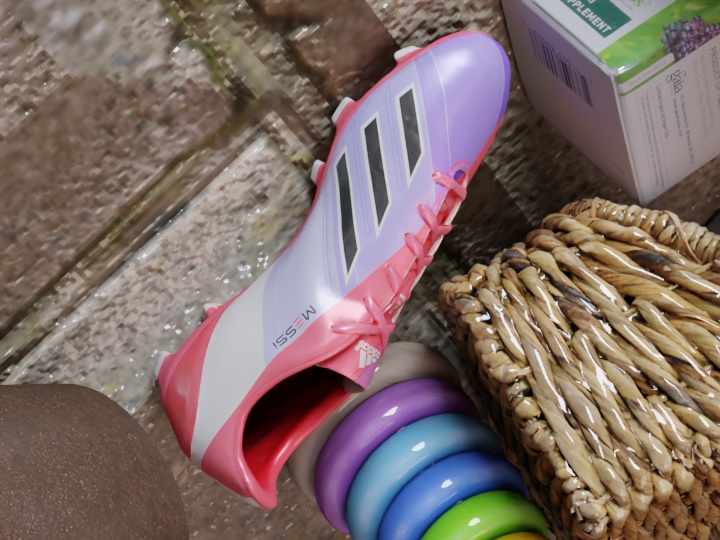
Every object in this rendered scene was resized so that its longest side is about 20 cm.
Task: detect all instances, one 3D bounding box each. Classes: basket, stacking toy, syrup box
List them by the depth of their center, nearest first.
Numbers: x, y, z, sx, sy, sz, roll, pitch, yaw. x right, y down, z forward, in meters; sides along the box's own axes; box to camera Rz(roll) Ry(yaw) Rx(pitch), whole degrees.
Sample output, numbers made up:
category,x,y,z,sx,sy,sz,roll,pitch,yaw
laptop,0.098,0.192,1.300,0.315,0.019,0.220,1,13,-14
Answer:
category,x,y,z,sx,sy,sz,roll,pitch,yaw
syrup box,0.160,-0.122,0.986,0.199,0.079,0.082,-34,140,-12
stacking toy,0.052,0.121,1.013,0.085,0.200,0.086,-22,139,-21
basket,0.127,0.039,1.034,0.148,0.143,0.200,-30,158,-2

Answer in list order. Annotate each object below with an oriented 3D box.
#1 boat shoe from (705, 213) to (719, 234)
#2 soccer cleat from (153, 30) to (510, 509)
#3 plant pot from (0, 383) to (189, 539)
category,x,y,z,sx,sy,sz,roll,pitch,yaw
boat shoe,0.237,-0.032,1.124,0.201,0.091,0.071,-50,141,8
soccer cleat,0.000,0.000,0.959,0.200,0.077,0.067,-50,141,8
plant pot,-0.160,0.119,0.868,0.199,0.186,0.188,-26,140,-43
